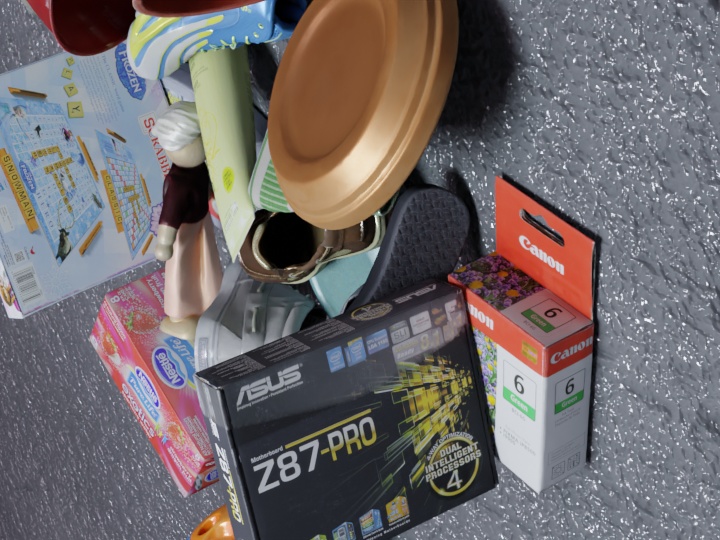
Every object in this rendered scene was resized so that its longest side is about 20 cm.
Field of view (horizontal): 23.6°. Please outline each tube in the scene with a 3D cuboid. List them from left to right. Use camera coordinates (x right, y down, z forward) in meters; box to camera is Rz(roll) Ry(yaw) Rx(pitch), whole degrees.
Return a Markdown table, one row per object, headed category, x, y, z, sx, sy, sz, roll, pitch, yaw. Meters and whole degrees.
| category | x | y | z | sx | sy | sz | roll | pitch | yaw |
| --- | --- | --- | --- | --- | --- | --- | --- | --- | --- |
| tube | -0.107 | -0.113 | 1.389 | 0.058 | 0.052 | 0.202 | 36 | -140 | -59 |

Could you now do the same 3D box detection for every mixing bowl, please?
| category | x | y | z | sx | sy | sz | roll | pitch | yaw |
| --- | --- | --- | --- | --- | --- | --- | --- | --- | --- |
| mixing bowl | -0.207 | -0.278 | 1.313 | 0.108 | 0.200 | 0.201 | 34 | 143 | 16 |

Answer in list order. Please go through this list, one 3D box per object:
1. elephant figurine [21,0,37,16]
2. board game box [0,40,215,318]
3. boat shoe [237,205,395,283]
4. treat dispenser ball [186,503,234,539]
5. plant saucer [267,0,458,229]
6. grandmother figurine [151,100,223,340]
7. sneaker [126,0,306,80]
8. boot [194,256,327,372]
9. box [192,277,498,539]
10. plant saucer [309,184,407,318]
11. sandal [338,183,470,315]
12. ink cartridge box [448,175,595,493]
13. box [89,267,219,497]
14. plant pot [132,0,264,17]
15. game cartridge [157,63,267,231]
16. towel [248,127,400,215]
| category | x | y | z | sx | sy | sz | roll | pitch | yaw |
| --- | --- | --- | --- | --- | --- | --- | --- | --- | --- |
| elephant figurine | -0.243 | -0.307 | 1.449 | 0.200 | 0.154 | 0.143 | 107 | 146 | -63 |
| board game box | -0.249 | -0.088 | 1.504 | 0.041 | 0.198 | 0.202 | -2 | 109 | 60 |
| boat shoe | -0.055 | -0.030 | 1.338 | 0.202 | 0.074 | 0.075 | -23 | 84 | 56 |
| treat dispenser ball | -0.078 | 0.304 | 1.586 | 0.201 | 0.200 | 0.202 | 39 | 143 | 39 |
| plant saucer | -0.007 | -0.129 | 1.184 | 0.200 | 0.037 | 0.202 | -32 | 50 | 47 |
| grandmother figurine | -0.146 | -0.050 | 1.474 | 0.122 | 0.060 | 0.202 | -87 | -1 | -63 |
| sneaker | -0.106 | -0.196 | 1.335 | 0.105 | 0.075 | 0.200 | 51 | 129 | 14 |
| boot | -0.074 | 0.039 | 1.478 | 0.200 | 0.095 | 0.074 | -71 | -19 | -63 |
| box | -0.006 | 0.114 | 1.214 | 0.049 | 0.199 | 0.163 | 20 | 127 | 59 |
| plant saucer | 0.000 | 0.000 | 1.388 | 0.201 | 0.038 | 0.202 | 41 | 144 | 38 |
| sandal | 0.020 | 0.032 | 1.265 | 0.076 | 0.201 | 0.043 | 30 | 180 | -20 |
| ink cartridge box | 0.111 | 0.046 | 1.221 | 0.109 | 0.050 | 0.201 | 38 | 142 | 42 |
| box | -0.177 | 0.107 | 1.713 | 0.201 | 0.095 | 0.100 | 57 | 150 | 16 |
| plant pot | -0.086 | -0.298 | 1.161 | 0.200 | 0.199 | 0.197 | -23 | 84 | 62 |
| game cartridge | -0.134 | -0.109 | 1.538 | 0.200 | 0.041 | 0.134 | 34 | 135 | 44 |
| towel | -0.011 | -0.111 | 1.247 | 0.199 | 0.023 | 0.154 | 4 | 73 | 58 |
